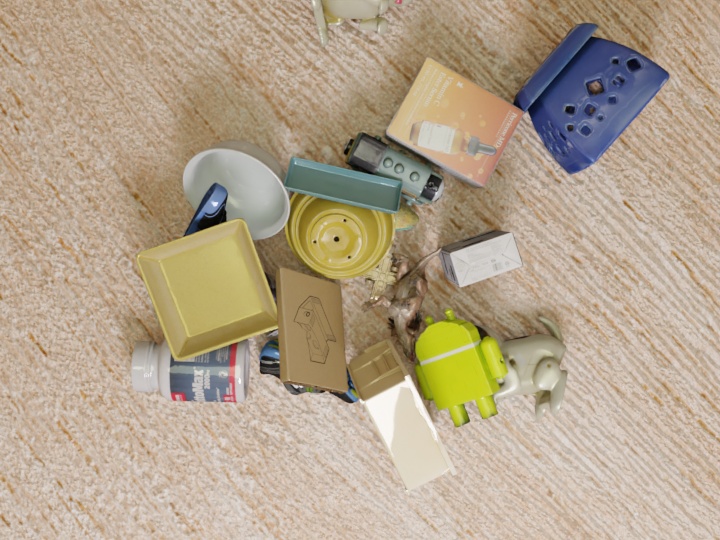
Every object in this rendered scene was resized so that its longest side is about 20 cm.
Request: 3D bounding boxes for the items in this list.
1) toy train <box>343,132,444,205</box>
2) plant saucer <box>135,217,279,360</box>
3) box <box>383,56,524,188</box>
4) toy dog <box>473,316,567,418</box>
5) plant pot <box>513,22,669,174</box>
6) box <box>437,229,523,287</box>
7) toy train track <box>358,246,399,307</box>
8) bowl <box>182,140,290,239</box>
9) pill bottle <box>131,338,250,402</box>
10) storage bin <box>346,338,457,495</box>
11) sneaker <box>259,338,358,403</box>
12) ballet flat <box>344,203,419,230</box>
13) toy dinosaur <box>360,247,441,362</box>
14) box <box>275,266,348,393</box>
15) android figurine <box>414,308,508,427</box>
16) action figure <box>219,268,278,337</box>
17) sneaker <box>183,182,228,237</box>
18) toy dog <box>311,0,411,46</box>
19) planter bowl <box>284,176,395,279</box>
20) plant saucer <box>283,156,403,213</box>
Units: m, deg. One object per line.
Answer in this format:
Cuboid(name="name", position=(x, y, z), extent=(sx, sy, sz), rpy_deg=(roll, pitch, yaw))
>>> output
Cuboid(name="toy train", position=(0.060, -0.179, 1.596), extent=(0.199, 0.114, 0.086), rpy_deg=(28, 93, -3))
Cuboid(name="plant saucer", position=(-0.257, 0.030, 1.537), extent=(0.199, 0.048, 0.201), rpy_deg=(-19, 100, 2))
Cuboid(name="box", position=(0.164, -0.260, 1.598), extent=(0.199, 0.106, 0.153), rpy_deg=(28, 92, -3))
Cuboid(name="toy dog", position=(0.265, 0.163, 1.612), extent=(0.199, 0.140, 0.195), rpy_deg=(16, 85, -1))
Cuboid(name="plant pot", position=(0.385, -0.304, 1.560), extent=(0.180, 0.200, 0.200), rpy_deg=(42, 92, 3))
Cuboid(name="box", position=(0.204, -0.024, 1.566), extent=(0.116, 0.200, 0.061), rpy_deg=(-19, 93, 1))
Cuboid(name="toy train track", position=(0.000, 0.000, 1.645), extent=(0.198, 0.033, 0.116), rpy_deg=(14, 93, -1))
Cuboid(name="bowl", position=(-0.205, -0.158, 1.582), extent=(0.200, 0.091, 0.202), rpy_deg=(11, 136, 11))
Cuboid(name="pill bottle", position=(-0.302, 0.175, 1.605), extent=(0.198, 0.120, 0.121), rpy_deg=(1, 93, -1))
Cuboid(name="storage bin", position=(0.067, 0.249, 1.561), extent=(0.093, 0.199, 0.201), rpy_deg=(-27, 107, 0))
Cuboid(name="sneaker", position=(-0.094, 0.194, 1.645), extent=(0.198, 0.071, 0.083), rpy_deg=(23, 115, -5))
Cuboid(name="ballet flat", position=(0.009, -0.113, 1.617), extent=(0.198, 0.071, 0.071), rpy_deg=(3, 93, 1))
Cuboid(name="toy dinosaur", position=(0.089, 0.049, 1.610), extent=(0.085, 0.135, 0.201), rpy_deg=(24, 84, 34))
Cuboid(name="box", position=(-0.085, 0.107, 1.565), extent=(0.021, 0.163, 0.202), rpy_deg=(-18, 67, 34))
Cuboid(name="android figurine", position=(0.168, 0.168, 1.567), extent=(0.181, 0.041, 0.201), rpy_deg=(-27, 81, 38))
Cuboid(name="action figure", position=(-0.168, 0.038, 1.620), extent=(0.130, 0.069, 0.200), rpy_deg=(-42, 109, 2))
Cuboid(name="sneaker", position=(-0.259, -0.076, 1.577), extent=(0.077, 0.200, 0.070), rpy_deg=(25, 50, -14))
Cuboid(name="toy dog", position=(0.008, -0.502, 1.573), extent=(0.198, 0.140, 0.195), rpy_deg=(-11, 57, 1))
Cuboid(name="planter bowl", position=(-0.039, -0.065, 1.563), extent=(0.199, 0.084, 0.202), rpy_deg=(1, 111, 3))
Cuboid(name="plant saucer", position=(-0.029, -0.143, 1.528), extent=(0.198, 0.019, 0.070), rpy_deg=(13, 55, -3))
